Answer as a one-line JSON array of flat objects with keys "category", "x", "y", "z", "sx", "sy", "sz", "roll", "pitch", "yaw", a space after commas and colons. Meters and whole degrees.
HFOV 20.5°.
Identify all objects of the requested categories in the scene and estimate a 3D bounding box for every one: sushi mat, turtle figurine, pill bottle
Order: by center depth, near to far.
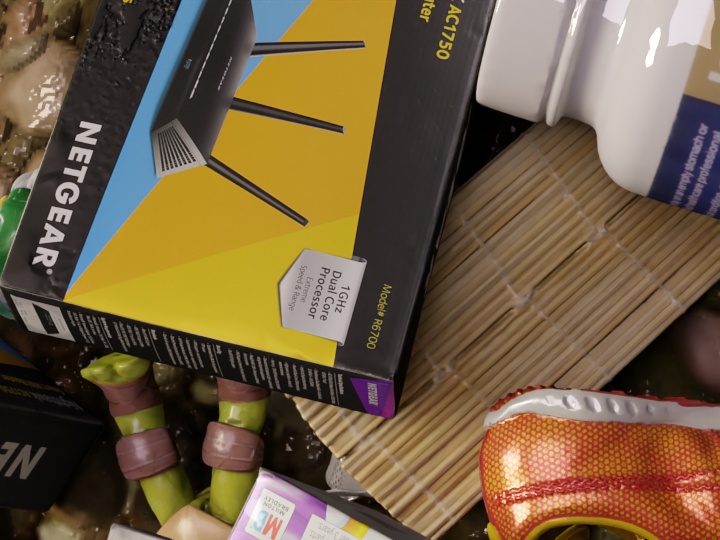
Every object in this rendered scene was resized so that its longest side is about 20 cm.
[{"category": "pill bottle", "x": 0.149, "y": -0.075, "z": 0.724, "sx": 0.199, "sy": 0.120, "sz": 0.120, "roll": 17, "pitch": 84, "yaw": 5}, {"category": "sushi mat", "x": 0.064, "y": 0.008, "z": 0.770, "sx": 0.200, "sy": 0.012, "sz": 0.096, "roll": -41, "pitch": 91, "yaw": -13}, {"category": "turtle figurine", "x": -0.054, "y": 0.111, "z": 0.810, "sx": 0.199, "sy": 0.064, "sz": 0.162, "roll": -4, "pitch": 95, "yaw": 30}]

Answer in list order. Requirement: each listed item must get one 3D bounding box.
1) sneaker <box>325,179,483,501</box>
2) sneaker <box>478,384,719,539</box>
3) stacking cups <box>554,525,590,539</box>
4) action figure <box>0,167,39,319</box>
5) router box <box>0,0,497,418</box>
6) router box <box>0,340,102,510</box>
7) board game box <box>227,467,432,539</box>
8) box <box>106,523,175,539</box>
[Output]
[{"category": "sneaker", "x": 0.000, "y": 0.000, "z": 0.812, "sx": 0.082, "sy": 0.075, "sz": 0.201, "roll": -14, "pitch": 73, "yaw": 16}, {"category": "sneaker", "x": 0.143, "y": 0.084, "z": 0.732, "sx": 0.199, "sy": 0.073, "sz": 0.078, "roll": 0, "pitch": 81, "yaw": 4}, {"category": "stacking cups", "x": 0.142, "y": 0.174, "z": 0.728, "sx": 0.200, "sy": 0.060, "sz": 0.061, "roll": 35, "pitch": 91, "yaw": 23}, {"category": "action figure", "x": -0.109, "y": -0.020, "z": 0.851, "sx": 0.199, "sy": 0.055, "sz": 0.119, "roll": -10, "pitch": 61, "yaw": 38}, {"category": "router box", "x": -0.034, "y": -0.058, "z": 0.754, "sx": 0.148, "sy": 0.051, "sz": 0.201, "roll": 13, "pitch": 68, "yaw": 6}, {"category": "router box", "x": -0.214, "y": 0.032, "z": 0.809, "sx": 0.149, "sy": 0.200, "sz": 0.051, "roll": 36, "pitch": 95, "yaw": 22}, {"category": "board game box", "x": -0.016, "y": 0.181, "z": 0.624, "sx": 0.103, "sy": 0.105, "sz": 0.201, "roll": 25, "pitch": 87, "yaw": 27}, {"category": "box", "x": -0.021, "y": 0.193, "z": 0.709, "sx": 0.199, "sy": 0.048, "sz": 0.159, "roll": 13, "pitch": 82, "yaw": 26}]
